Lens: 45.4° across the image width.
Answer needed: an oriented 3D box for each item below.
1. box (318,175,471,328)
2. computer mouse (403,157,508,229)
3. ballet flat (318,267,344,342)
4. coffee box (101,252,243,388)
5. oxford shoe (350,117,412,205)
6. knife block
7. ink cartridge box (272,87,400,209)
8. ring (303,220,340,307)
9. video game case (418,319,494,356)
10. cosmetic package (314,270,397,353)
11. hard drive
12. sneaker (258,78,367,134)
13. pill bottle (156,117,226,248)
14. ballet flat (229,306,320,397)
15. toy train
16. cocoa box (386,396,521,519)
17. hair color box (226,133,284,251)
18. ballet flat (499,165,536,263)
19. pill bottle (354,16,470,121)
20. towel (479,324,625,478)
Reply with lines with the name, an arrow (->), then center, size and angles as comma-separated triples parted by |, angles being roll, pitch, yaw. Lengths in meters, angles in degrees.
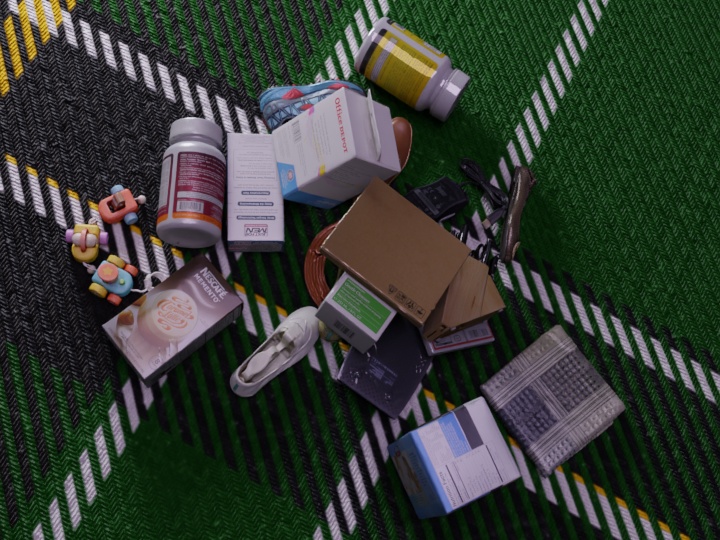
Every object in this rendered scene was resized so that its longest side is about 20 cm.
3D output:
box -> 0.058, -0.032, 1.359 | 0.199, 0.021, 0.164 | 37, 64, 0
computer mouse -> 0.171, -0.111, 1.557 | 0.199, 0.046, 0.141 | -33, 67, -27
ballet flat -> -0.014, 0.026, 1.455 | 0.070, 0.071, 0.202 | 23, 69, -1
coffee box -> -0.302, 0.080, 1.402 | 0.200, 0.080, 0.115 | -39, 82, -19
oxford shoe -> 0.047, -0.203, 1.559 | 0.071, 0.071, 0.202 | 24, 68, 1
knife block -> 0.160, 0.011, 1.464 | 0.199, 0.064, 0.177 | -17, 73, -37
ink cartridge box -> -0.032, -0.206, 1.461 | 0.125, 0.199, 0.130 | 11, 63, -49
ring -> 0.000, 0.000, 1.510 | 0.198, 0.019, 0.203 | 3, 71, -9
video game case -> 0.141, 0.042, 1.487 | 0.142, 0.017, 0.202 | -7, 68, -34
cosmetic package -> 0.028, 0.019, 1.390 | 0.107, 0.085, 0.201 | 36, 65, -1
hard drive -> 0.052, 0.134, 1.447 | 0.134, 0.042, 0.201 | 35, 67, -9
sneaker -> -0.083, -0.288, 1.573 | 0.197, 0.079, 0.097 | -8, 82, -3
pill bottle -> -0.285, -0.149, 1.466 | 0.108, 0.110, 0.202 | 4, 71, -8
ballet flat -> -0.133, 0.130, 1.420 | 0.069, 0.070, 0.200 | 45, 70, 7
toy train -> -0.409, -0.046, 1.440 | 0.149, 0.056, 0.202 | -22, 76, -15
cocoa box -> 0.137, 0.296, 1.336 | 0.130, 0.200, 0.134 | -22, 77, -15
hair color box -> -0.184, -0.136, 1.503 | 0.099, 0.061, 0.202 | 0, 71, -9
ballet flat -> 0.288, -0.102, 1.568 | 0.046, 0.068, 0.202 | 14, 64, 0
pill bottle -> 0.097, -0.370, 1.599 | 0.199, 0.114, 0.115 | 34, 70, 3
towel -> 0.332, 0.222, 1.487 | 0.199, 0.035, 0.193 | -34, 77, -16
